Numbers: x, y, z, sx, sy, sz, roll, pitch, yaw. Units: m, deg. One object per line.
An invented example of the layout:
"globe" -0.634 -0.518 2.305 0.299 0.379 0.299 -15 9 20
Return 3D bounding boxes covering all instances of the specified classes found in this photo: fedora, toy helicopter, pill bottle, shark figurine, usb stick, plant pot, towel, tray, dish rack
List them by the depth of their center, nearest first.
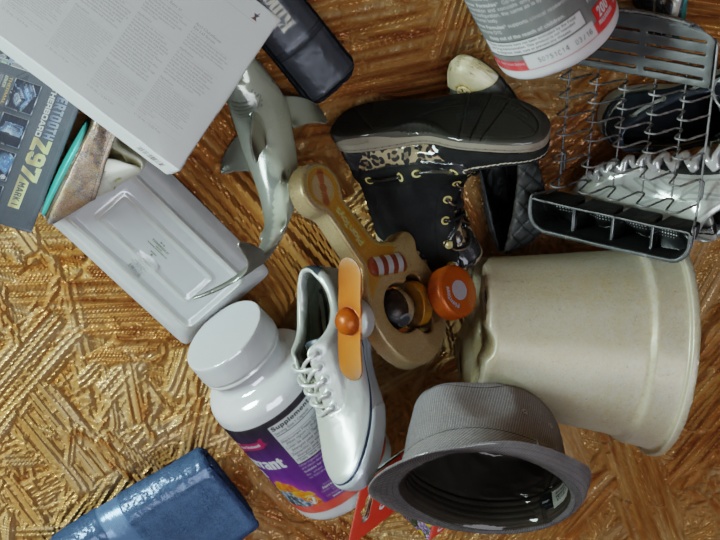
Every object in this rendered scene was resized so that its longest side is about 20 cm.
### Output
"pill bottle" 0.123 -0.267 1.362 0.113 0.114 0.201 -31 120 4
"usb stick" -0.078 -0.223 1.385 0.055 0.033 0.200 -36 119 8
"toy helicopter" 0.000 0.000 1.413 0.079 0.132 0.201 -20 112 47
"shark figurine" -0.094 -0.078 1.421 0.089 0.217 0.128 -13 163 37
"dish rack" 0.229 -0.121 1.433 0.152 0.054 0.202 14 111 26
"fedora" 0.104 0.154 1.438 0.199 0.091 0.177 20 143 -29
"tray" -0.181 -0.023 1.473 0.107 0.022 0.200 -39 119 10
"plant pot" 0.187 0.061 1.513 0.181 0.201 0.202 4 117 -9
"pill bottle" -0.068 0.125 1.526 0.111 0.112 0.200 -35 119 6
"towel" -0.204 0.253 1.599 0.199 0.049 0.112 -31 120 5

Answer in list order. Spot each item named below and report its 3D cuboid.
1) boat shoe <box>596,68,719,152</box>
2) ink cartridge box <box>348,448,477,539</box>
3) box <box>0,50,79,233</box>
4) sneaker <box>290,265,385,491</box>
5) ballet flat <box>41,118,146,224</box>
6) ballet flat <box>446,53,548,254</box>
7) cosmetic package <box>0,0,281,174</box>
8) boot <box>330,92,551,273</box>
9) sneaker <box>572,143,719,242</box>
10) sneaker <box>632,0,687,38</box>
"boat shoe" 0.314 -0.144 1.502 0.198 0.062 0.076 -6 121 -9
"ink cartridge box" 0.081 0.191 1.562 0.199 0.050 0.110 -31 149 -31
"box" -0.309 -0.146 1.361 0.156 0.051 0.201 17 111 -21
"sneaker" -0.028 0.091 1.449 0.070 0.202 0.073 14 150 -39
"ballet flat" -0.201 -0.117 1.383 0.067 0.068 0.201 23 108 -11
"ballet flat" 0.120 -0.102 1.473 0.057 0.066 0.201 -46 128 -29
"cosmetic package" -0.184 -0.195 1.312 0.199 0.052 0.151 37 79 -16
"boot" 0.080 -0.071 1.447 0.198 0.073 0.152 0 127 24
"sneaker" 0.280 -0.064 1.484 0.198 0.082 0.075 -7 170 31
"sneaker" 0.286 -0.285 1.418 0.079 0.078 0.202 1 117 -24
